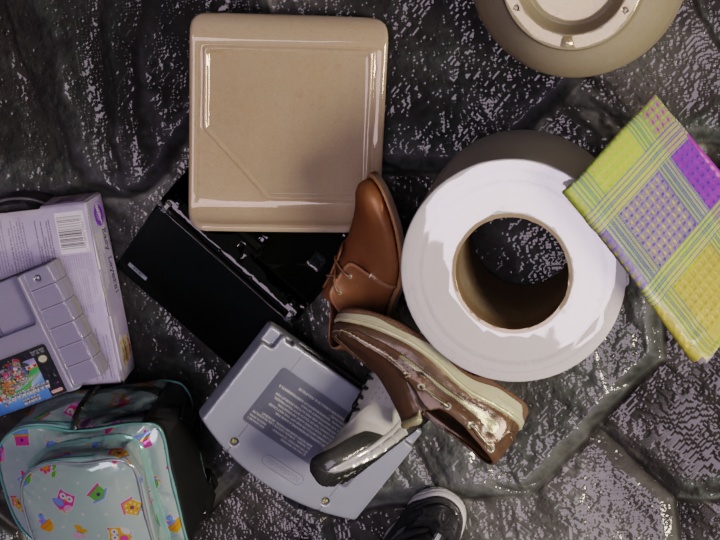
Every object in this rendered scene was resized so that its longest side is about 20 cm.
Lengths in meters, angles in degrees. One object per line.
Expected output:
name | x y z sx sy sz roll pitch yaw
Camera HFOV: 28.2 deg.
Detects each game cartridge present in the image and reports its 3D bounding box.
game cartridge | -0.053 0.155 1.408 0.199 0.042 0.133 37 101 -22
game cartridge | -0.365 0.080 1.442 0.198 0.038 0.131 -20 97 16

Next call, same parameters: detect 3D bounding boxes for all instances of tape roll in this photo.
tape roll | 0.144 -0.017 1.307 0.200 0.139 0.205 3 107 11

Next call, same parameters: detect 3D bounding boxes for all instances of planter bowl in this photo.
planter bowl | 0.183 -0.257 1.231 0.198 0.135 0.202 3 107 11

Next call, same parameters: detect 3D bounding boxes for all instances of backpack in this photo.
backpack | -0.266 0.210 1.448 0.198 0.154 0.177 1 119 22

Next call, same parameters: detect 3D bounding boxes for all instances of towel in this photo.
towel | 0.272 -0.033 1.230 0.144 0.023 0.200 -45 101 -25

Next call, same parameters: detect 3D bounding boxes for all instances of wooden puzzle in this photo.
wooden puzzle | -0.069 -0.138 1.349 0.183 0.037 0.202 0 102 -7

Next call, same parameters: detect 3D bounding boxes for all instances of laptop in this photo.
laptop | -0.115 -0.026 1.424 0.177 0.103 0.200 41 84 -3

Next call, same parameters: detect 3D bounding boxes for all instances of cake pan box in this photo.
cake pan box | -0.337 0.022 1.461 0.182 0.052 0.202 -7 105 11

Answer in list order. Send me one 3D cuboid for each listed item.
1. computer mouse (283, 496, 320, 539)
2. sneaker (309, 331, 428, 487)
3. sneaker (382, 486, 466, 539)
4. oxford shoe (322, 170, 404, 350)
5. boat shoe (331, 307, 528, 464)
computer mouse | -0.063 0.256 1.483 0.058 0.034 0.202 11 108 7
sneaker | 0.017 0.132 1.368 0.080 0.199 0.074 53 143 3
sneaker | 0.033 0.316 1.439 0.075 0.114 0.201 31 109 1
oxford shoe | 0.000 0.000 1.338 0.071 0.071 0.201 -12 129 -20
boat shoe | 0.056 0.109 1.313 0.201 0.075 0.075 30 71 -2
